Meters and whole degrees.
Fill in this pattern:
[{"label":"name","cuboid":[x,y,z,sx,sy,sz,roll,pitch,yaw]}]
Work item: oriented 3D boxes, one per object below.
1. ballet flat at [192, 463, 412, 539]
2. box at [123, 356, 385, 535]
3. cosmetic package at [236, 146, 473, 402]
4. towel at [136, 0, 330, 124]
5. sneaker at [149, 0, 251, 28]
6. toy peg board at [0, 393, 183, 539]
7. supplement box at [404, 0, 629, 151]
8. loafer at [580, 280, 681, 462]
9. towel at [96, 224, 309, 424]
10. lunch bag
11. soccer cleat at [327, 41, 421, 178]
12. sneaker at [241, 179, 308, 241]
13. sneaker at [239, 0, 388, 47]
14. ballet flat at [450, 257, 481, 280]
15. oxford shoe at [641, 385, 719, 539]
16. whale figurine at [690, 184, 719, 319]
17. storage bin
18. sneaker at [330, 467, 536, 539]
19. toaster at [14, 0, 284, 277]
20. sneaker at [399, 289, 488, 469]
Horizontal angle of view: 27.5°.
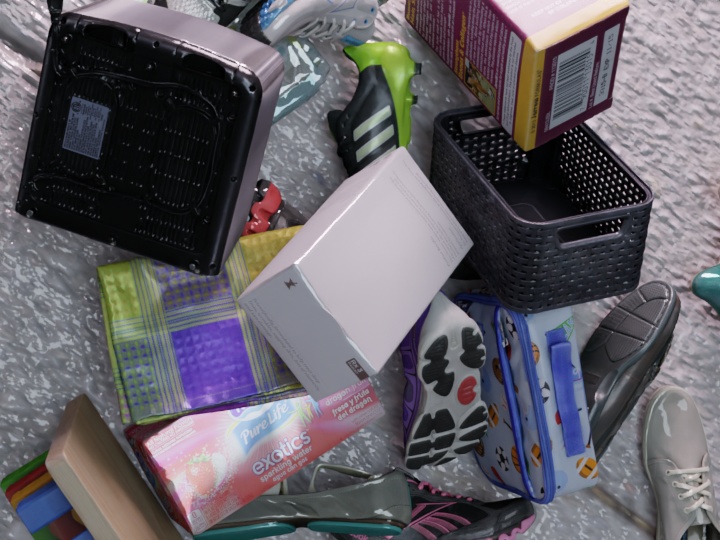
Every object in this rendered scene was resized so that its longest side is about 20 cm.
[{"label":"ballet flat","cuboid":[-0.053,0.204,1.298,0.197,0.067,0.064,-3,71,4]},{"label":"box","cuboid":[-0.093,0.132,1.277,0.199,0.102,0.095,-31,100,-16]},{"label":"cosmetic package","cuboid":[0.000,0.000,1.211,0.113,0.081,0.200,54,43,-10]},{"label":"towel","cuboid":[-0.144,-0.184,1.289,0.199,0.048,0.172,-38,99,-15]},{"label":"sneaker","cuboid":[-0.098,-0.267,1.237,0.200,0.088,0.076,-46,103,-13]},{"label":"toy peg board","cuboid":[-0.217,0.229,1.194,0.097,0.199,0.201,-32,100,0]},{"label":"supplement box","cuboid":[0.131,-0.228,1.292,0.103,0.131,0.201,-28,60,-17]},{"label":"loafer","cuboid":[0.248,0.103,1.423,0.063,0.072,0.201,40,84,-35]},{"label":"towel","cuboid":[-0.112,0.043,1.225,0.198,0.023,0.145,-10,77,-13]},{"label":"lunch bag","cuboid":[0.147,0.103,1.327,0.075,0.160,0.202,-15,99,-18]},{"label":"soccer cleat","cuboid":[0.008,-0.107,1.339,0.080,0.068,0.203,5,93,5]},{"label":"sneaker","cuboid":[-0.101,0.025,1.290,0.097,0.071,0.202,31,79,-14]},{"label":"sneaker","cuboid":[-0.027,-0.228,1.279,0.087,0.075,0.200,58,44,-14]},{"label":"ballet flat","cuboid":[0.146,-0.026,1.384,0.198,0.057,0.067,-1,90,-19]},{"label":"oxford shoe","cuboid":[0.321,0.214,1.446,0.074,0.058,0.203,-4,90,-17]},{"label":"whale figurine","cuboid":[0.416,-0.032,1.454,0.200,0.104,0.159,-47,104,-13]},{"label":"storage bin","cuboid":[0.154,-0.062,1.303,0.134,0.200,0.095,-11,126,-19]},{"label":"sneaker","cuboid":[0.061,0.223,1.341,0.198,0.079,0.097,-12,78,-8]},{"label":"toaster","cuboid":[-0.168,-0.119,1.182,0.179,0.119,0.202,17,111,3]},{"label":"sneaker","cuboid":[0.069,0.097,1.321,0.080,0.084,0.202,-10,131,-17]}]
